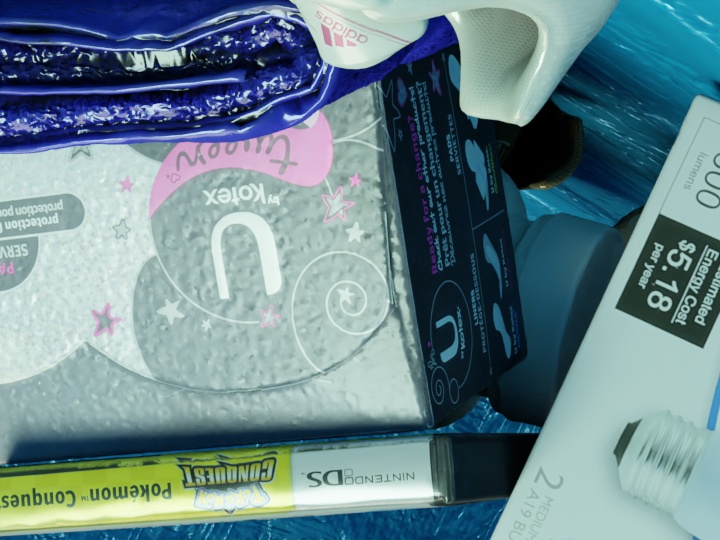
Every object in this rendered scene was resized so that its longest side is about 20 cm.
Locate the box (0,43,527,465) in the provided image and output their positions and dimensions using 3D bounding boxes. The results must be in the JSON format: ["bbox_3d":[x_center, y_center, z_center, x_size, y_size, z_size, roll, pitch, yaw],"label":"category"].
[{"bbox_3d":[-0.056,-0.009,0.993,0.199,0.133,0.115,-6,-170,22],"label":"box"}]

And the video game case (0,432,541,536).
[{"bbox_3d":[-0.027,0.080,1.018,0.179,0.026,0.200,-6,175,16],"label":"video game case"}]

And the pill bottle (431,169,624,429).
[{"bbox_3d":[0.000,0.000,1.099,0.199,0.114,0.113,14,173,19],"label":"pill bottle"}]

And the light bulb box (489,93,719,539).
[{"bbox_3d":[0.180,0.072,0.998,0.199,0.199,0.125,24,178,17],"label":"light bulb box"}]

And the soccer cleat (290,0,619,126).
[{"bbox_3d":[-0.008,-0.104,0.694,0.199,0.087,0.070,29,176,-32],"label":"soccer cleat"}]

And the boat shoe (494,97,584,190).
[{"bbox_3d":[0.058,-0.053,1.174,0.074,0.075,0.202,20,175,13],"label":"boat shoe"}]

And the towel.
[{"bbox_3d":[-0.039,-0.072,0.847,0.147,0.050,0.200,1,-167,21],"label":"towel"}]

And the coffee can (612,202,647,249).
[{"bbox_3d":[0.168,0.049,1.227,0.146,0.147,0.200,26,177,12],"label":"coffee can"}]
